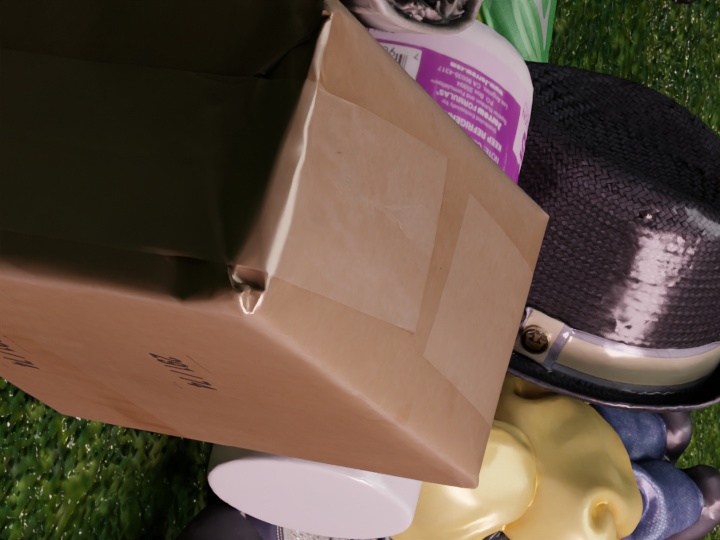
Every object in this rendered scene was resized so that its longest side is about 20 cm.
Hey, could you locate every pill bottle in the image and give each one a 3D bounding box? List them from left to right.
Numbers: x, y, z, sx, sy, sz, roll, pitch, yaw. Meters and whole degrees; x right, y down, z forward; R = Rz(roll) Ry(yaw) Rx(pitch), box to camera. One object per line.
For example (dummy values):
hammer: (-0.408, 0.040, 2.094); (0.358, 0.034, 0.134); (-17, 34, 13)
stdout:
pill bottle: (0.000, 0.000, 1.068); (0.112, 0.112, 0.201); (50, 47, -56)

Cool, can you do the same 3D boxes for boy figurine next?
boy figurine: (0.084, 0.095, 1.158); (0.200, 0.064, 0.125); (1, 56, -51)

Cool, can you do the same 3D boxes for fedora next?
fedora: (0.101, -0.030, 1.172); (0.201, 0.200, 0.092); (-44, 161, -53)

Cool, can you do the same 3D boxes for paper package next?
paper package: (-0.060, -0.015, 0.867); (0.200, 0.190, 0.104); (38, 64, -59)

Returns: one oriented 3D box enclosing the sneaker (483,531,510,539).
sneaker: (0.057, 0.093, 1.226); (0.082, 0.077, 0.200); (-110, -179, -49)

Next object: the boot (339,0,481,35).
boot: (-0.049, -0.106, 0.859); (0.182, 0.199, 0.073); (40, 60, -59)

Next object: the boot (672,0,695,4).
boot: (0.188, -0.228, 1.472); (0.198, 0.073, 0.163); (-25, 121, -61)

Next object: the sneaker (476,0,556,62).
sneaker: (0.094, -0.178, 1.264); (0.074, 0.083, 0.201); (34, 65, -69)

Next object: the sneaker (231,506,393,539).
sneaker: (0.009, 0.123, 1.159); (0.200, 0.085, 0.077); (49, 52, -55)

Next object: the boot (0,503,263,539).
boot: (-0.089, 0.137, 0.981); (0.200, 0.065, 0.166); (-33, 132, -55)
